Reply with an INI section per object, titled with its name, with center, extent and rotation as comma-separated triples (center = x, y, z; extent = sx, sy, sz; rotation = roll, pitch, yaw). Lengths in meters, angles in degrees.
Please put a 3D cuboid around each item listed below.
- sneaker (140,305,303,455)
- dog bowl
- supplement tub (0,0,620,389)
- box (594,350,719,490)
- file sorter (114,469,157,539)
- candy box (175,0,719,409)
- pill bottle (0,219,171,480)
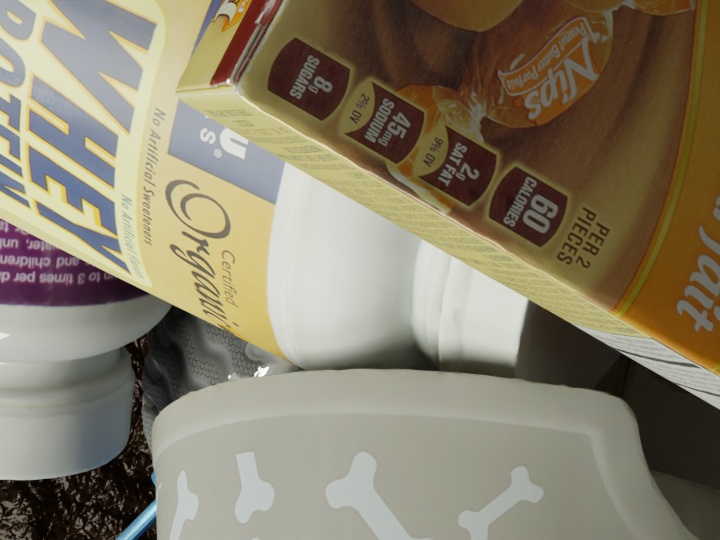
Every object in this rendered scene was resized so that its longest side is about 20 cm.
[sneaker]
center = 0.000, 0.000, 0.875
extent = 0.082, 0.200, 0.075
rotation = 20, -154, -39
[dog bowl]
center = 0.041, 0.084, 0.642
extent = 0.199, 0.059, 0.200
rotation = 9, 162, 3
[supplement tub]
center = -0.018, -0.059, 0.634
extent = 0.199, 0.145, 0.144
rotation = 25, 174, 20
[box]
center = 0.067, 0.055, 0.756
extent = 0.094, 0.078, 0.200
rotation = 3, 156, 25
[file sorter]
center = -0.003, 0.134, 0.882
extent = 0.139, 0.123, 0.200
rotation = 52, -153, 15
[candy box]
center = 0.078, -0.037, 0.521
extent = 0.199, 0.116, 0.055
rotation = 29, 175, -15
[pill bottle]
center = -0.109, -0.040, 0.844
extent = 0.111, 0.201, 0.112
rotation = 5, -163, -2
